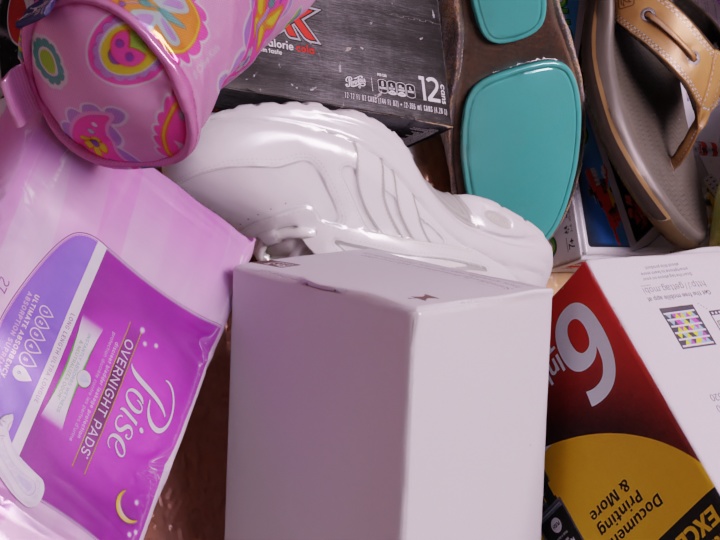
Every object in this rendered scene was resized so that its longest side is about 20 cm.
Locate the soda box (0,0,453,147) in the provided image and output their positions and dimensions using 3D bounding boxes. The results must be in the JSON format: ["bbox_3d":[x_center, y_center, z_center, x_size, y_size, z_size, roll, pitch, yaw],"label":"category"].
[{"bbox_3d":[-0.058,-0.095,1.235,0.199,0.063,0.071,7,69,-39],"label":"soda box"}]

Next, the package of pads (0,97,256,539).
[{"bbox_3d":[-0.124,0.041,1.124,0.120,0.075,0.201,35,55,-24],"label":"package of pads"}]

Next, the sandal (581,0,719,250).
[{"bbox_3d":[0.142,-0.111,1.353,0.082,0.054,0.201,26,57,-52],"label":"sandal"}]

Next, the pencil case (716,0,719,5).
[{"bbox_3d":[0.225,-0.168,1.439,0.084,0.085,0.200,67,22,-4],"label":"pencil case"}]

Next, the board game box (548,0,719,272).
[{"bbox_3d":[0.126,-0.100,1.406,0.126,0.035,0.202,1,77,-40],"label":"board game box"}]

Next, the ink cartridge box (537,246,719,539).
[{"bbox_3d":[0.104,0.121,1.173,0.083,0.200,0.176,-6,57,-41],"label":"ink cartridge box"}]

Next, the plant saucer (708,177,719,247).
[{"bbox_3d":[0.211,-0.018,1.409,0.200,0.031,0.201,-26,121,-55],"label":"plant saucer"}]

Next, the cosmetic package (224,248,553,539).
[{"bbox_3d":[0.008,0.098,1.149,0.081,0.112,0.202,-5,104,-42],"label":"cosmetic package"}]

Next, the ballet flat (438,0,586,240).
[{"bbox_3d":[0.063,-0.105,1.323,0.068,0.067,0.201,-9,117,-12],"label":"ballet flat"}]

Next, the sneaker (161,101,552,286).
[{"bbox_3d":[0.000,0.000,1.226,0.199,0.078,0.100,25,59,-30],"label":"sneaker"}]

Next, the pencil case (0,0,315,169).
[{"bbox_3d":[-0.059,-0.121,1.143,0.088,0.087,0.200,50,46,-15],"label":"pencil case"}]
